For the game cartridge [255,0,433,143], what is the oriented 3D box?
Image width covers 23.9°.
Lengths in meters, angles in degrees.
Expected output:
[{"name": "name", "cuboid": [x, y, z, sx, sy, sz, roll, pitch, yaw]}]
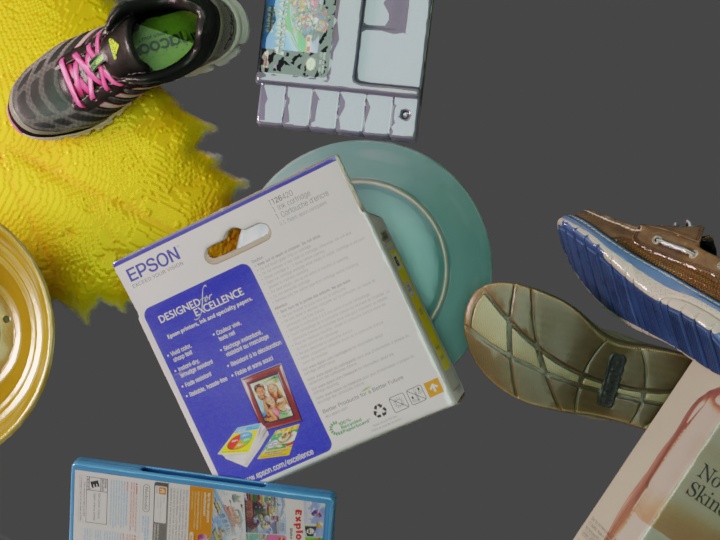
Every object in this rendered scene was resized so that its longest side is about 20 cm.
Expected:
[{"name": "game cartridge", "cuboid": [-0.009, -0.203, 1.294, 0.129, 0.038, 0.201, 6, 88, 3]}]

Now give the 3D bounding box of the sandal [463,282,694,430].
[{"name": "sandal", "cuboid": [0.166, 0.068, 1.253, 0.199, 0.054, 0.081, 19, 96, -7]}]

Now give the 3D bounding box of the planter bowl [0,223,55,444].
[{"name": "planter bowl", "cuboid": [-0.316, 0.048, 1.297, 0.200, 0.083, 0.201, 0, 88, 8]}]

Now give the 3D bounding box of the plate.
[{"name": "plate", "cuboid": [0.000, 0.000, 1.287, 0.199, 0.026, 0.201, 0, 88, 7]}]

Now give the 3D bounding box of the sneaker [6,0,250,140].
[{"name": "sneaker", "cuboid": [-0.183, -0.160, 1.286, 0.199, 0.087, 0.074, -22, 85, 6]}]

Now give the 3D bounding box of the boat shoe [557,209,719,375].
[{"name": "boat shoe", "cuboid": [0.221, 0.005, 1.209, 0.072, 0.072, 0.200, -35, 44, -15]}]

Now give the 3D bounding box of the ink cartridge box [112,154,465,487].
[{"name": "ink cartridge box", "cuboid": [-0.053, 0.043, 1.258, 0.197, 0.047, 0.201, -24, 91, 17]}]

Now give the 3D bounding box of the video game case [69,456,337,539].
[{"name": "video game case", "cuboid": [-0.121, 0.221, 1.277, 0.199, 0.018, 0.144, 7, 105, 8]}]

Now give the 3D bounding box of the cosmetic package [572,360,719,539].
[{"name": "cosmetic package", "cuboid": [0.245, 0.159, 1.203, 0.103, 0.087, 0.200, 31, 92, -16]}]
